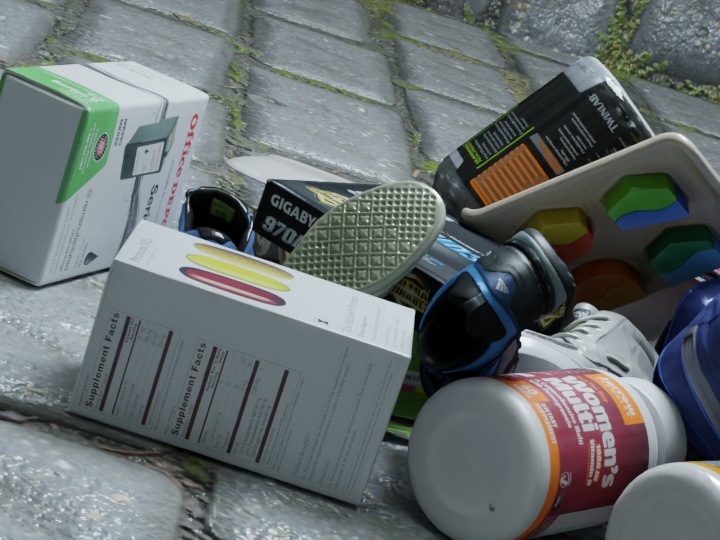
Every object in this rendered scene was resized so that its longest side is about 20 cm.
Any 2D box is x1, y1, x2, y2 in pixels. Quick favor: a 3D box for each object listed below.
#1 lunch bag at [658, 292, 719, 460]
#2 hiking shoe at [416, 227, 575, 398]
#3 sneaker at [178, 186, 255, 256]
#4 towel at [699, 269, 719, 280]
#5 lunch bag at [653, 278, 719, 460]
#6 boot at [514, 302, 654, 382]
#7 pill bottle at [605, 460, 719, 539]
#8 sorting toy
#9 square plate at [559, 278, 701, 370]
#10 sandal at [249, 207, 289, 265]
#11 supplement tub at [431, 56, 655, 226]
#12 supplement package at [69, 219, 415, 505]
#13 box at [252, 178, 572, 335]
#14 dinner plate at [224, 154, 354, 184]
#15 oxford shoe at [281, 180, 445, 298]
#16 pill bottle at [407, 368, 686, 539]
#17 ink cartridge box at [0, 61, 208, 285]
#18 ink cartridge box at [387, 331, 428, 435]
[{"bbox_3d":[0.316,0.056,1.438,0.200,0.132,0.136,-31,88,-41],"label":"lunch bag"},{"bbox_3d":[0.065,0.040,1.337,0.087,0.200,0.075,-25,71,-27],"label":"hiking shoe"},{"bbox_3d":[-0.111,-0.024,1.607,0.078,0.089,0.200,18,14,-6],"label":"sneaker"},{"bbox_3d":[0.252,-0.026,1.777,0.144,0.023,0.200,25,7,-35],"label":"towel"},{"bbox_3d":[0.317,0.083,1.633,0.132,0.136,0.200,30,20,36],"label":"lunch bag"},{"bbox_3d":[0.155,0.066,1.508,0.073,0.096,0.200,-20,-37,33],"label":"boot"},{"bbox_3d":[0.260,0.180,1.303,0.200,0.117,0.116,4,21,-45],"label":"pill bottle"},{"bbox_3d":[0.207,-0.025,1.607,0.185,0.199,0.037,42,39,-46],"label":"sorting toy"},{"bbox_3d":[0.195,0.024,1.760,0.200,0.029,0.198,28,43,15],"label":"square plate"},{"bbox_3d":[-0.071,-0.024,1.731,0.069,0.078,0.212,1,6,12],"label":"sandal"},{"bbox_3d":[0.149,-0.078,1.701,0.123,0.200,0.123,54,6,-9],"label":"supplement tub"},{"bbox_3d":[-0.075,0.058,1.330,0.199,0.110,0.114,18,15,-3],"label":"supplement package"},{"bbox_3d":[0.040,-0.009,1.533,0.200,0.046,0.159,31,20,36],"label":"box"},{"bbox_3d":[-0.021,-0.066,1.743,0.199,0.024,0.200,22,6,-3],"label":"dinner plate"},{"bbox_3d":[-0.019,0.013,1.437,0.075,0.200,0.058,48,3,28],"label":"oxford shoe"},{"bbox_3d":[0.131,0.122,1.358,0.109,0.110,0.200,30,19,35],"label":"pill bottle"},{"bbox_3d":[-0.212,-0.081,1.574,0.084,0.146,0.200,23,16,18],"label":"ink cartridge box"},{"bbox_3d":[0.031,0.057,1.524,0.147,0.076,0.200,13,15,-20],"label":"ink cartridge box"}]
